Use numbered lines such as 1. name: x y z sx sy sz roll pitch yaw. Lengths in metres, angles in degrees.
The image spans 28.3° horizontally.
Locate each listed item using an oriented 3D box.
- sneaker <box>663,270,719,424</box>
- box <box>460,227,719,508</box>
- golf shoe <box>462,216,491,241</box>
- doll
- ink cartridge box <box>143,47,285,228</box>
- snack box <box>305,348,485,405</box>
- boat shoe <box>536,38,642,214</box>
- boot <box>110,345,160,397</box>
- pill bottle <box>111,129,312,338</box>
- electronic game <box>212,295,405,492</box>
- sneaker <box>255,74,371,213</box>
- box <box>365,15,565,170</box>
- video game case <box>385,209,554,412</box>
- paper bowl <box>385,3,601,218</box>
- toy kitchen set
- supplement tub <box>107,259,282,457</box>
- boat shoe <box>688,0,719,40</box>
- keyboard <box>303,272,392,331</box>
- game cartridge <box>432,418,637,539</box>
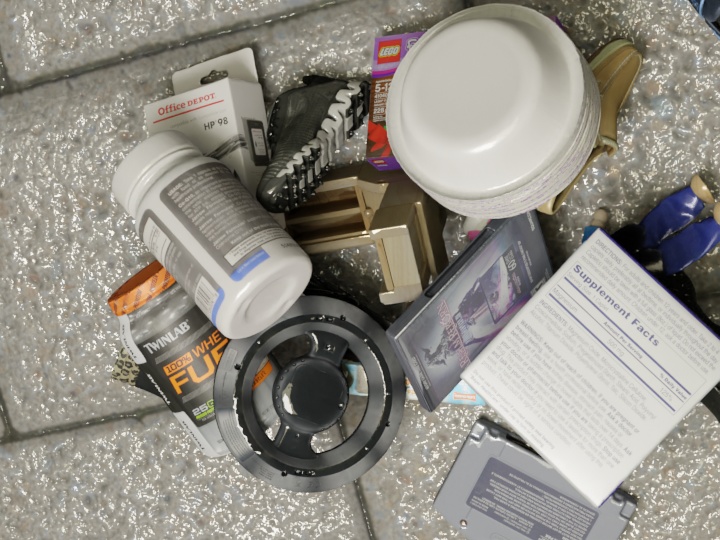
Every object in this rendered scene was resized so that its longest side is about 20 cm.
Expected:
1. sneaker: 0.349 0.084 1.494 0.060 0.104 0.200 -30 59 -14
2. box: 0.232 0.093 1.396 0.184 0.105 0.200 44 95 10
3. golf shoe: 0.143 -0.129 1.493 0.091 0.075 0.201 27 100 14
4. doll: 0.282 -0.016 1.475 0.200 0.048 0.137 -36 60 6
5. ink cartridge box: -0.159 -0.130 1.515 0.116 0.067 0.201 -14 84 29
6. snack box: 0.045 0.103 1.542 0.199 0.116 0.037 4 104 10
7. boat shoe: 0.232 -0.139 1.436 0.076 0.072 0.200 33 88 38
8. boot: -0.180 0.076 1.600 0.153 0.074 0.204 26 111 -1
9. pill bottle: -0.150 -0.039 1.410 0.200 0.114 0.114 47 109 20
10. electronic game: -0.051 0.125 1.453 0.199 0.042 0.201 0 91 -14
11. sneaker: -0.068 -0.136 1.486 0.090 0.200 0.067 21 143 18
12. box: 0.105 -0.178 1.448 0.199 0.039 0.137 -3 72 25
13. video game case: 0.114 0.033 1.426 0.019 0.143 0.200 32 70 35
14. paper bowl: 0.118 -0.157 1.354 0.200 0.104 0.201 -7 73 23
15. toy kitchen set: 0.000 0.000 1.484 0.180 0.200 0.164 -9 113 14
16. supplement tub: -0.169 0.084 1.496 0.122 0.123 0.200 -31 103 17
17. boat shoe: 0.369 -0.270 1.405 0.084 0.069 0.200 -41 93 18
18. keyboard: -0.054 0.028 1.533 0.200 0.104 0.040 30 79 15
19. game cartridge: 0.189 0.266 1.595 0.200 0.041 0.133 28 104 4
